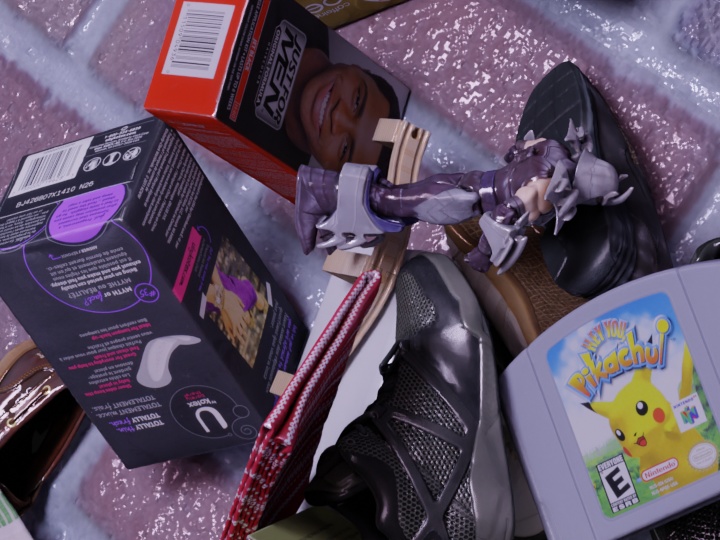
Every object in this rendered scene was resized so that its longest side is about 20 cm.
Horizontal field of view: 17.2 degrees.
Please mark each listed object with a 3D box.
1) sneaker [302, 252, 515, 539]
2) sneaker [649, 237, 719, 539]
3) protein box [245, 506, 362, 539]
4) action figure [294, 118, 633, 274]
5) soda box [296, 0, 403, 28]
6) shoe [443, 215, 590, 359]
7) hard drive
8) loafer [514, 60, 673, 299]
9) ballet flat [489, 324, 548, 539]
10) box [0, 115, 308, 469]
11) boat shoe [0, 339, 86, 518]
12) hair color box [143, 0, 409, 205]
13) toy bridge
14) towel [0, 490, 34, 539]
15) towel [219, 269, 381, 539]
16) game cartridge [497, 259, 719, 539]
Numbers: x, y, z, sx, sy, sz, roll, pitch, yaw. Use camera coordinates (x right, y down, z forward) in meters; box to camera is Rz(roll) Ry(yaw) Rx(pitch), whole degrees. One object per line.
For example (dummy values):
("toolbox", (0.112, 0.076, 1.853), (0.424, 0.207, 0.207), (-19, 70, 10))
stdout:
("sneaker", (0.022, 0.080, 1.406), (0.076, 0.113, 0.201), (126, 142, -62))
("sneaker", (0.198, 0.072, 1.395), (0.080, 0.086, 0.201), (0, 73, 19))
("protein box", (0.009, 0.248, 1.346), (0.199, 0.199, 0.135), (30, 95, 9))
("action figure", (0.065, -0.043, 1.422), (0.199, 0.130, 0.070), (-4, 105, 15))
("soda box", (-0.017, -0.214, 1.647), (0.199, 0.068, 0.064), (-18, 65, 25))
("shoe", (0.119, 0.025, 1.497), (0.070, 0.054, 0.200), (-26, 60, -17))
("hard drive", (-0.011, 0.083, 1.529), (0.132, 0.026, 0.201), (4, 72, 65))
("loafer", (0.147, -0.050, 1.492), (0.073, 0.072, 0.201), (-43, 36, 33))
("ballet flat", (0.085, 0.111, 1.470), (0.068, 0.068, 0.201), (-37, 58, 13))
("box", (-0.139, 0.017, 1.549), (0.122, 0.200, 0.106), (-13, 37, 27))
("boat shoe", (-0.257, 0.145, 1.664), (0.070, 0.070, 0.201), (29, 89, 39))
("hair color box", (-0.051, -0.112, 1.551), (0.061, 0.200, 0.102), (9, 78, 33))
("toy bridge", (0.000, 0.000, 1.514), (0.067, 0.027, 0.201), (10, 77, 65))
("towel", (-0.311, 0.178, 1.623), (0.152, 0.201, 0.023), (-25, 18, 12))
("towel", (-0.041, 0.108, 1.371), (0.022, 0.201, 0.145), (27, 46, 6))
("game cartridge", (0.165, 0.075, 1.359), (0.200, 0.040, 0.134), (-31, 69, 38))
